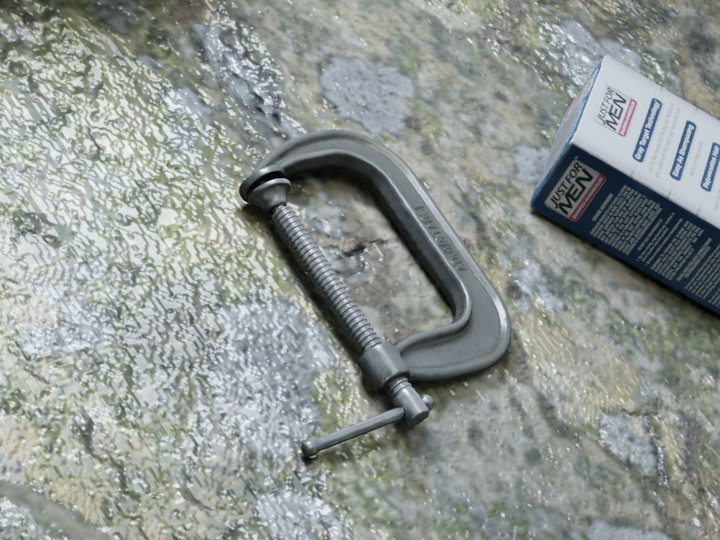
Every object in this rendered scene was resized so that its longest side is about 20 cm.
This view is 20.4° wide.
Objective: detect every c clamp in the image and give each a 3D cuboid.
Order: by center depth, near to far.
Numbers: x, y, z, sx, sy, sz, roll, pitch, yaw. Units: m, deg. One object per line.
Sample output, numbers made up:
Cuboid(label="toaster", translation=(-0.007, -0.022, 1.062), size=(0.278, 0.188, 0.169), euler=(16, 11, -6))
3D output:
Cuboid(label="c clamp", translation=(0.000, 0.000, 1.089), size=(0.170, 0.027, 0.201), euler=(-8, 56, -36))

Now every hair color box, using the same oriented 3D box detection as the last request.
Cuboid(label="hair color box", translation=(0.211, -0.038, 1.225), size=(0.199, 0.061, 0.100), euler=(30, 42, -3))
